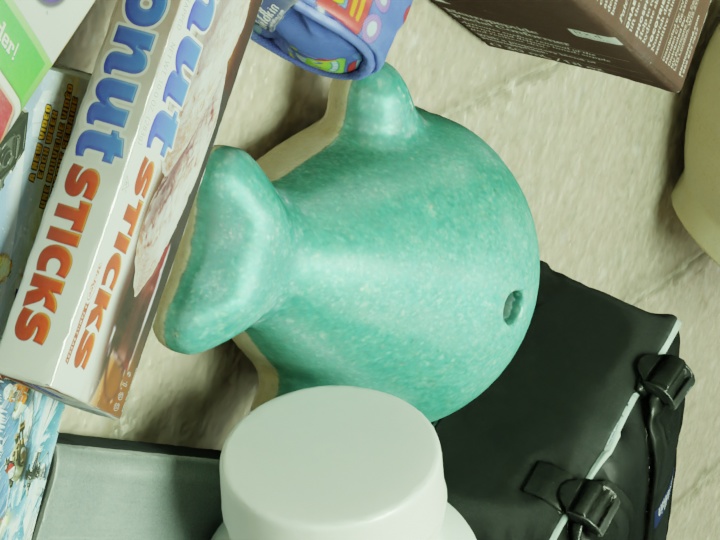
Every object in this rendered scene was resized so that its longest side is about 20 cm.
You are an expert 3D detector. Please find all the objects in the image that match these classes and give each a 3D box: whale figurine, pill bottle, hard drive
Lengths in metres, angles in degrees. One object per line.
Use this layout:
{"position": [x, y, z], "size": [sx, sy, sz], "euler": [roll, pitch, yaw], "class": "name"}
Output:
{"position": [0.000, 0.000, 1.007], "size": [0.200, 0.103, 0.160], "euler": [7, 99, -63], "class": "whale figurine"}
{"position": [-0.005, 0.148, 1.001], "size": [0.111, 0.110, 0.201], "euler": [-45, 142, -44], "class": "pill bottle"}
{"position": [-0.091, 0.134, 0.987], "size": [0.200, 0.033, 0.141], "euler": [15, 92, -64], "class": "hard drive"}

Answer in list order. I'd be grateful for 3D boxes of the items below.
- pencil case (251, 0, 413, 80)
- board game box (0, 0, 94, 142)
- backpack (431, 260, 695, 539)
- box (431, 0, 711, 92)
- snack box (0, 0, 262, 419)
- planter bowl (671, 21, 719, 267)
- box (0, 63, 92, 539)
{"position": [0.002, -0.169, 0.944], "size": [0.086, 0.078, 0.201], "euler": [25, 80, -18], "class": "pencil case"}
{"position": [-0.111, -0.101, 0.757], "size": [0.201, 0.030, 0.096], "euler": [-67, 145, -46], "class": "board game box"}
{"position": [0.063, 0.117, 1.144], "size": [0.178, 0.150, 0.201], "euler": [-56, 151, -35], "class": "backpack"}
{"position": [0.070, -0.139, 1.068], "size": [0.200, 0.100, 0.075], "euler": [29, 79, -63], "class": "box"}
{"position": [-0.065, -0.055, 0.843], "size": [0.072, 0.024, 0.201], "euler": [41, 66, -73], "class": "snack box"}
{"position": [0.250, -0.054, 1.400], "size": [0.135, 0.200, 0.200], "euler": [-52, 160, 20], "class": "planter bowl"}
{"position": [-0.140, 0.028, 0.820], "size": [0.137, 0.040, 0.202], "euler": [9, 96, -64], "class": "box"}
